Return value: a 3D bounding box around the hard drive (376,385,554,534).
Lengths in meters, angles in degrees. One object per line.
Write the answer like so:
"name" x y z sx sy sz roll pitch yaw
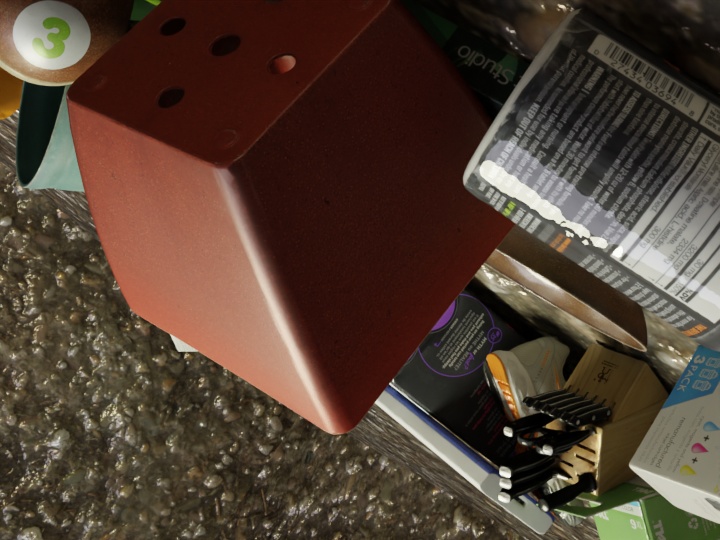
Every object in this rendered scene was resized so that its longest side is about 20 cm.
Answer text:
"hard drive" 0.098 0.187 1.013 0.132 0.025 0.200 41 175 -40

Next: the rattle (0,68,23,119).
"rattle" -0.412 -0.236 1.131 0.200 0.143 0.130 16 176 40

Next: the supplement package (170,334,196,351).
"supplement package" -0.125 -0.027 0.947 0.111 0.200 0.156 1 169 -8

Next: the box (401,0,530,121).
"box" 0.068 -0.098 0.625 0.200 0.036 0.144 30 167 13

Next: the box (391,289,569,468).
"box" 0.125 0.116 1.039 0.200 0.122 0.106 39 176 -16

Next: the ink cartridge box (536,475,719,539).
"ink cartridge box" 0.276 0.216 0.894 0.104 0.200 0.059 160 96 -75

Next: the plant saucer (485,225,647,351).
"plant saucer" 0.132 -0.004 0.736 0.200 0.032 0.200 31 180 0

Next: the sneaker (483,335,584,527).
"sneaker" 0.199 0.158 0.971 0.200 0.092 0.076 69 168 -14

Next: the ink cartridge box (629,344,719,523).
"ink cartridge box" 0.301 0.128 0.676 0.068 0.115 0.200 41 165 -26

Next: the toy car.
"toy car" -0.153 -0.207 0.577 0.164 0.158 0.200 20 159 -33

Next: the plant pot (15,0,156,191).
"plant pot" -0.185 -0.152 0.787 0.134 0.201 0.200 11 180 -29

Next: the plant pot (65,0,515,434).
"plant pot" -0.047 -0.065 0.566 0.200 0.200 0.176 25 154 35

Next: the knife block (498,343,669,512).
"knife block" 0.214 0.168 0.906 0.064 0.176 0.200 21 162 47

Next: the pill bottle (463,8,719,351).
"pill bottle" 0.159 -0.031 0.479 0.200 0.106 0.106 34 167 4
